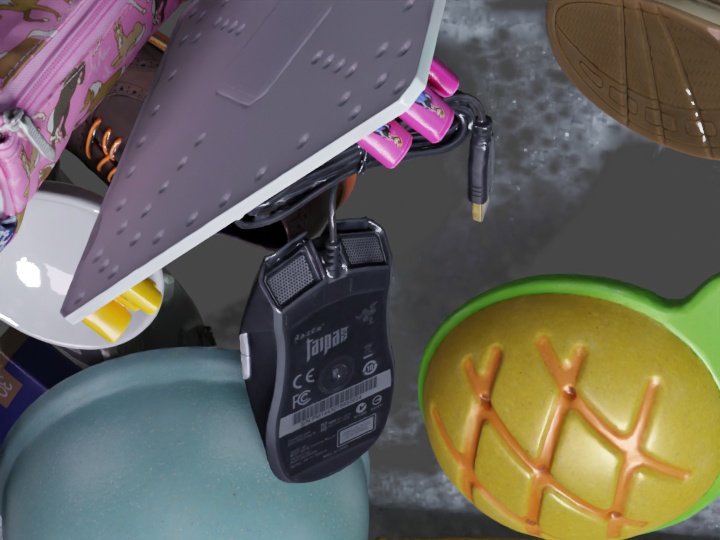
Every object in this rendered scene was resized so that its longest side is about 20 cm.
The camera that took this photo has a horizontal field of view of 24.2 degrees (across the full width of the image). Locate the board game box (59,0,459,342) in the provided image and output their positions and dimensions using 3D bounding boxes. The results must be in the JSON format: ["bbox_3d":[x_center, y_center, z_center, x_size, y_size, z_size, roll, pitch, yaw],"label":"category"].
[{"bbox_3d":[-0.026,-0.084,0.668,0.026,0.201,0.199,39,132,-25],"label":"board game box"}]

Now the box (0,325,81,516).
[{"bbox_3d":[-0.151,0.130,0.982,0.200,0.032,0.121,37,130,-4],"label":"box"}]

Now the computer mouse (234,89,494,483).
[{"bbox_3d":[0.000,0.000,0.772,0.046,0.140,0.201,41,149,39],"label":"computer mouse"}]

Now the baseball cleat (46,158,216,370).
[{"bbox_3d":[-0.155,0.007,0.887,0.106,0.070,0.201,-16,113,51],"label":"baseball cleat"}]

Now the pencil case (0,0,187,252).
[{"bbox_3d":[-0.132,-0.096,0.708,0.086,0.201,0.083,18,139,14],"label":"pencil case"}]

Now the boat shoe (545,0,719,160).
[{"bbox_3d":[0.166,-0.085,0.661,0.199,0.065,0.072,20,140,35],"label":"boat shoe"}]

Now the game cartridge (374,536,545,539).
[{"bbox_3d":[0.104,0.220,0.905,0.198,0.033,0.177,-3,121,15],"label":"game cartridge"}]

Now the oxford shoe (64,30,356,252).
[{"bbox_3d":[-0.104,-0.066,0.794,0.199,0.073,0.072,20,128,12],"label":"oxford shoe"}]

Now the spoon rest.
[{"bbox_3d":[-0.182,-0.028,0.783,0.199,0.061,0.099,35,131,-11],"label":"spoon rest"}]

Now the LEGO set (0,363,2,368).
[{"bbox_3d":[-0.225,0.105,0.865,0.115,0.154,0.201,27,130,7],"label":"LEGO set"}]

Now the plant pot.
[{"bbox_3d":[-0.085,0.156,0.849,0.199,0.135,0.201,-5,134,-6],"label":"plant pot"}]

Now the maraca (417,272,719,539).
[{"bbox_3d":[0.117,0.061,0.756,0.199,0.107,0.138,-10,116,30],"label":"maraca"}]
